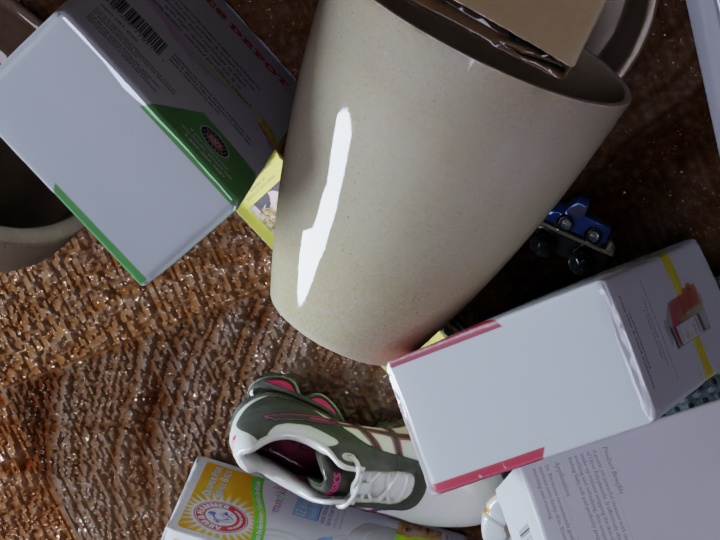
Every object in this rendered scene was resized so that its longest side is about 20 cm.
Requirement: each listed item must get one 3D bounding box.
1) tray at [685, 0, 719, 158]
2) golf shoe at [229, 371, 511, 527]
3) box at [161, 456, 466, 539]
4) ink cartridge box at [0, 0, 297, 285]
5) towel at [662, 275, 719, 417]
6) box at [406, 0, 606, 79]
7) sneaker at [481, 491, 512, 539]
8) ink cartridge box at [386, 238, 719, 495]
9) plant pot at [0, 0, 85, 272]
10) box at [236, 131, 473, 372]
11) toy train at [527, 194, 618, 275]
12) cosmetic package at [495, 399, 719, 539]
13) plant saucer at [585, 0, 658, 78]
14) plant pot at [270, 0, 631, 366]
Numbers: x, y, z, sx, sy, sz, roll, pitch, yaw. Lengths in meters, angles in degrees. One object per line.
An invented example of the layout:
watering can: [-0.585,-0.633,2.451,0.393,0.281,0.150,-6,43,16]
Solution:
tray: [0.258,-0.141,1.113,0.106,0.022,0.202,-12,108,13]
golf shoe: [0.006,0.137,1.217,0.198,0.088,0.078,16,110,0]
box: [-0.039,0.219,1.240,0.198,0.113,0.102,17,112,3]
ink cartridge box: [-0.124,-0.102,1.085,0.084,0.200,0.145,-38,102,22]
towel: [0.219,0.109,1.193,0.191,0.035,0.201,-19,106,21]
box: [0.081,-0.215,1.020,0.162,0.201,0.021,28,147,4]
sneaker: [0.179,0.170,1.179,0.198,0.077,0.079,19,108,5]
ink cartridge box: [0.125,0.053,1.080,0.144,0.200,0.084,-23,87,26]
plant pot: [-0.279,-0.059,1.145,0.200,0.201,0.174,42,128,-9]
box: [0.000,0.000,1.174,0.050,0.075,0.200,-40,100,17]
toy train: [0.079,-0.053,1.165,0.198,0.034,0.046,25,102,-3]
cosmetic package: [0.194,0.142,1.087,0.198,0.085,0.109,-14,74,-10]
plant saucer: [0.083,-0.181,1.118,0.198,0.030,0.202,2,111,6]
plant pot: [0.028,-0.054,1.055,0.186,0.188,0.201,26,110,-2]
